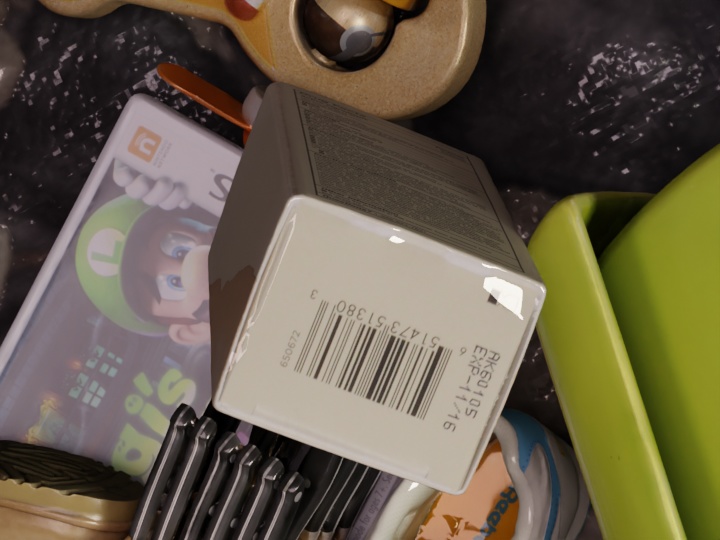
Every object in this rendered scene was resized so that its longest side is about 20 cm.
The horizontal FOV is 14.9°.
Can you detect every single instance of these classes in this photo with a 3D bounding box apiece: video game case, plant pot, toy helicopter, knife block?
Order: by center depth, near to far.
[{"bbox_3d":[0.171,0.035,0.974,0.180,0.199,0.201,-18,86,17],"label":"plant pot"},{"bbox_3d":[-0.045,0.123,1.057,0.064,0.201,0.176,30,58,22],"label":"knife block"},{"bbox_3d":[-0.045,-0.103,1.092,0.199,0.079,0.133,11,100,22],"label":"toy helicopter"},{"bbox_3d":[-0.060,0.059,1.106,0.181,0.023,0.201,29,95,11],"label":"video game case"}]

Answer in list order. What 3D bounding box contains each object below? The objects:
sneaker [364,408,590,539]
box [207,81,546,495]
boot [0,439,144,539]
[{"bbox_3d":[0.016,0.143,1.044,0.076,0.081,0.201,22,84,23],"label":"sneaker"},{"bbox_3d":[0.000,0.000,0.971,0.094,0.200,0.078,20,102,-7],"label":"box"},{"bbox_3d":[-0.168,0.167,1.094,0.174,0.066,0.202,8,98,27],"label":"boot"}]
